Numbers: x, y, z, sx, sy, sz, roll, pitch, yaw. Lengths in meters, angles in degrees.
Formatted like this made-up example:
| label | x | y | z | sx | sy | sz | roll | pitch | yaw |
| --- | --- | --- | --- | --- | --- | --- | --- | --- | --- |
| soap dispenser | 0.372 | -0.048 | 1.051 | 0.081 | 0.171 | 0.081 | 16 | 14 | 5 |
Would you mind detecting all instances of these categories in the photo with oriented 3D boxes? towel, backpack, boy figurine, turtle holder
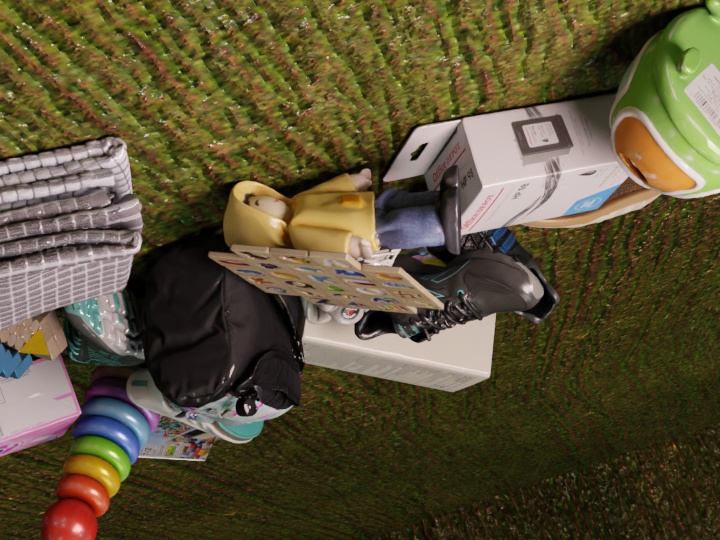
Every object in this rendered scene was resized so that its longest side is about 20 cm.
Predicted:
| label | x | y | z | sx | sy | sz | roll | pitch | yaw |
| --- | --- | --- | --- | --- | --- | --- | --- | --- | --- |
| towel | -0.260 | -0.014 | 1.284 | 0.198 | 0.086 | 0.166 | -13 | 164 | -14 |
| backpack | -0.125 | 0.066 | 1.555 | 0.125 | 0.169 | 0.200 | -4 | 163 | 15 |
| boy figurine | -0.014 | -0.048 | 1.403 | 0.197 | 0.125 | 0.065 | 0 | 124 | 8 |
| turtle holder | 0.271 | -0.142 | 1.365 | 0.140 | 0.187 | 0.132 | 27 | 144 | -20 |

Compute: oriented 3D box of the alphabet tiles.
| label | x | y | z | sx | sy | sz | roll | pitch | yaw |
| --- | --- | --- | --- | --- | --- | --- | --- | --- | --- |
| alphabet tiles | -0.026 | 0.008 | 1.408 | 0.164 | 0.006 | 0.200 | 5 | 168 | 19 |

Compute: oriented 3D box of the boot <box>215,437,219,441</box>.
| label | x | y | z | sx | sy | sz | roll | pitch | yaw |
| --- | --- | --- | --- | --- | --- | --- | --- | --- | --- |
| boot | -0.139 | 0.128 | 1.880 | 0.180 | 0.073 | 0.200 | -27 | 172 | -14 |

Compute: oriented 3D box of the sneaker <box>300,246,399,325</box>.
| label | x | y | z | sx | sy | sz | roll | pitch | yaw |
| --- | --- | --- | --- | --- | --- | --- | --- | --- | --- |
| sneaker | 0.000 | 0.000 | 1.527 | 0.073 | 0.090 | 0.200 | 0 | 166 | -24 |

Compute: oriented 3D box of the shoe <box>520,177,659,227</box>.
| label | x | y | z | sx | sy | sz | roll | pitch | yaw |
| --- | --- | --- | --- | --- | --- | --- | --- | --- | --- |
| shoe | 0.208 | -0.069 | 1.606 | 0.198 | 0.070 | 0.053 | -11 | 154 | -30 |

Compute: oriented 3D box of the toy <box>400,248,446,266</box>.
| label | x | y | z | sx | sy | sz | roll | pitch | yaw |
| --- | --- | --- | --- | --- | --- | --- | --- | --- | --- |
| toy | 0.056 | -0.001 | 1.709 | 0.114 | 0.048 | 0.200 | -5 | 159 | -31 |

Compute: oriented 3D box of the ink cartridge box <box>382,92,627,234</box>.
| label | x | y | z | sx | sy | sz | roll | pitch | yaw |
| --- | --- | --- | --- | --- | --- | --- | --- | --- | --- |
| ink cartridge box | 0.131 | -0.087 | 1.475 | 0.198 | 0.067 | 0.116 | -11 | 162 | -19 |

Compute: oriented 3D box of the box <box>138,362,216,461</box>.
| label | x | y | z | sx | sy | sz | roll | pitch | yaw |
| --- | --- | --- | --- | --- | --- | --- | --- | --- | --- |
| box | -0.196 | 0.137 | 1.800 | 0.109 | 0.035 | 0.201 | 4 | 145 | -16 |

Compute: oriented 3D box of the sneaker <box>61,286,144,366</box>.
| label | x | y | z | sx | sy | sz | roll | pitch | yaw |
| --- | --- | --- | --- | --- | --- | --- | --- | --- | --- |
| sneaker | -0.239 | 0.056 | 1.551 | 0.090 | 0.078 | 0.200 | -16 | 162 | 10 |

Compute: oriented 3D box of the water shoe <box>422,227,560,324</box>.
| label | x | y | z | sx | sy | sz | roll | pitch | yaw |
| --- | --- | --- | --- | --- | --- | --- | --- | --- | --- |
| water shoe | 0.123 | -0.016 | 1.594 | 0.072 | 0.079 | 0.199 | -53 | 137 | 3 |

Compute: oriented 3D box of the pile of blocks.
| label | x | y | z | sx | sy | sz | roll | pitch | yaw |
| --- | --- | --- | --- | --- | --- | --- | --- | --- | --- |
| pile of blocks | -0.329 | 0.052 | 1.435 | 0.062 | 0.083 | 0.200 | 13 | 174 | 27 |

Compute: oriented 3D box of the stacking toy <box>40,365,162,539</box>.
| label | x | y | z | sx | sy | sz | roll | pitch | yaw |
| --- | --- | --- | --- | --- | --- | --- | --- | --- | --- |
| stacking toy | -0.260 | 0.188 | 1.667 | 0.084 | 0.201 | 0.086 | 13 | 141 | 11 |

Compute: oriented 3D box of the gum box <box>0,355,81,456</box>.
| label | x | y | z | sx | sy | sz | roll | pitch | yaw |
| --- | --- | --- | --- | --- | --- | --- | --- | --- | --- |
| gum box | -0.383 | 0.153 | 1.659 | 0.198 | 0.067 | 0.113 | -18 | 171 | -24 |

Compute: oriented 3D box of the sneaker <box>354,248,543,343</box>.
| label | x | y | z | sx | sy | sz | roll | pitch | yaw |
| --- | --- | --- | --- | --- | --- | --- | --- | --- | --- |
| sneaker | 0.077 | 0.031 | 1.548 | 0.198 | 0.080 | 0.076 | -3 | 140 | 41 |

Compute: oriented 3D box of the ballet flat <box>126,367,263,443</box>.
| label | x | y | z | sx | sy | sz | roll | pitch | yaw |
| --- | --- | --- | --- | --- | --- | --- | --- | --- | --- |
| ballet flat | -0.166 | 0.127 | 1.692 | 0.069 | 0.070 | 0.200 | -23 | 157 | 18 |

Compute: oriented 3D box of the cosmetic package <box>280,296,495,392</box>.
| label | x | y | z | sx | sy | sz | roll | pitch | yaw |
| --- | --- | --- | --- | --- | --- | --- | --- | --- | --- |
| cosmetic package | 0.024 | 0.063 | 1.699 | 0.198 | 0.074 | 0.103 | 12 | 164 | -18 |
